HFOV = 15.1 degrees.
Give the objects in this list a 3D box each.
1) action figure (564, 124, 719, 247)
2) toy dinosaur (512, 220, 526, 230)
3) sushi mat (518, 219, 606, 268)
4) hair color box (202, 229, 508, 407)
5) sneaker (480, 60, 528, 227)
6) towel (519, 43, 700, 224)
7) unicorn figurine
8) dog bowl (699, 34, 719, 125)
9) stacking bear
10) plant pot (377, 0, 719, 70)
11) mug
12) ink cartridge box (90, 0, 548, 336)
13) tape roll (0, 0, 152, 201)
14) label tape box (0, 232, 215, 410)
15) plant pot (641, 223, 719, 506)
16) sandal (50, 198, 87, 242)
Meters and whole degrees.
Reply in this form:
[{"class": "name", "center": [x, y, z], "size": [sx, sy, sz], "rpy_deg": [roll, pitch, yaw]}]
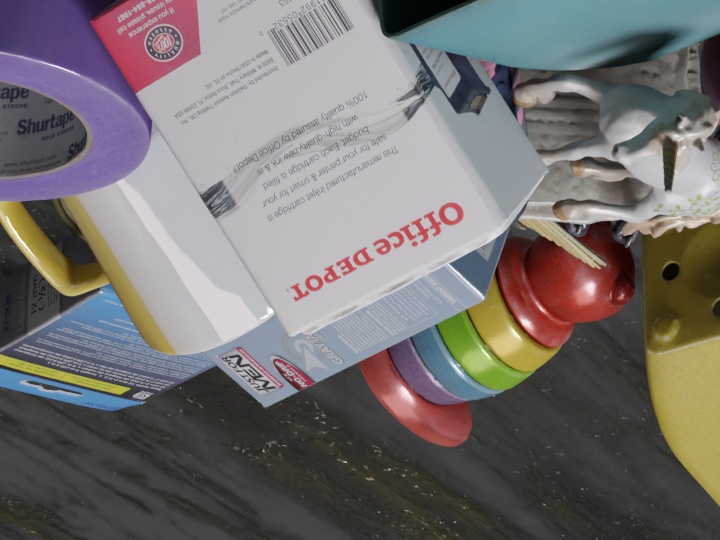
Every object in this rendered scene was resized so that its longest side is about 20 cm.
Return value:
[{"class": "action figure", "center": [0.195, -0.071, 1.683], "size": [0.119, 0.102, 0.200], "rpy_deg": [12, 169, -22]}, {"class": "toy dinosaur", "center": [0.013, -0.027, 1.776], "size": [0.200, 0.077, 0.102], "rpy_deg": [12, 160, -8]}, {"class": "sushi mat", "center": [0.083, -0.057, 1.746], "size": [0.096, 0.012, 0.200], "rpy_deg": [35, 180, 37]}, {"class": "hair color box", "center": [0.000, 0.000, 1.662], "size": [0.061, 0.099, 0.200], "rpy_deg": [42, 135, -21]}, {"class": "sneaker", "center": [0.055, -0.103, 1.482], "size": [0.070, 0.200, 0.082], "rpy_deg": [-15, -159, -3]}, {"class": "towel", "center": [0.101, -0.095, 1.580], "size": [0.200, 0.133, 0.034], "rpy_deg": [3, 163, -6]}, {"class": "unicorn figurine", "center": [0.148, -0.064, 1.449], "size": [0.137, 0.074, 0.200], "rpy_deg": [1, 174, 33]}, {"class": "dog bowl", "center": [0.261, -0.131, 1.446], "size": [0.074, 0.200, 0.200], "rpy_deg": [31, 143, -24]}, {"class": "stacking bear", "center": [0.103, 0.025, 1.893], "size": [0.200, 0.121, 0.114], "rpy_deg": [-29, 153, 30]}, {"class": "plant pot", "center": [0.120, -0.183, 1.387], "size": [0.141, 0.141, 0.200], "rpy_deg": [-20, 158, 37]}, {"class": "mug", "center": [-0.126, -0.044, 1.636], "size": [0.187, 0.149, 0.153], "rpy_deg": [-34, 119, 5]}, {"class": "ink cartridge box", "center": [-0.020, -0.088, 1.410], "size": [0.145, 0.200, 0.084], "rpy_deg": [-28, -171, 30]}, {"class": "tape roll", "center": [-0.210, -0.114, 1.483], "size": [0.200, 0.085, 0.200], "rpy_deg": [4, 158, 1]}, {"class": "label tape box", "center": [-0.178, 0.035, 1.944], "size": [0.143, 0.066, 0.200], "rpy_deg": [17, 153, -34]}, {"class": "plant pot", "center": [0.285, 0.030, 1.814], "size": [0.195, 0.194, 0.200], "rpy_deg": [-16, 148, 30]}, {"class": "sandal", "center": [-0.126, -0.029, 1.779], "size": [0.057, 0.080, 0.201], "rpy_deg": [-16, 152, 28]}]
